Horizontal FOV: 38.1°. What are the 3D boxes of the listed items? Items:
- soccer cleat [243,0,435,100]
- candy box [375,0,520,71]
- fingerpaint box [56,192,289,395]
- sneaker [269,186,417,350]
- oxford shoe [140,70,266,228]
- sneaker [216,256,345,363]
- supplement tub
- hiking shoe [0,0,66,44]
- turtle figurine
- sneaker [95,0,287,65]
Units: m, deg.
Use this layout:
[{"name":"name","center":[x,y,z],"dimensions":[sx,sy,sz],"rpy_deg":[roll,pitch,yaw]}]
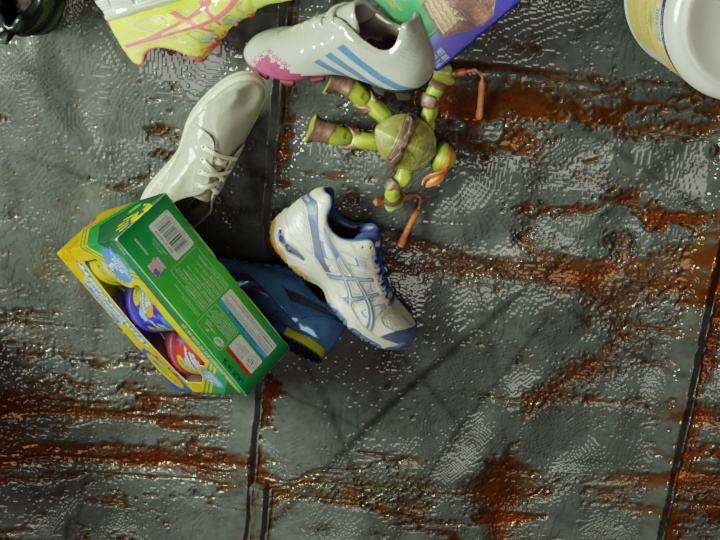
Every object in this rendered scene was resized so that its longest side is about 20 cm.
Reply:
[{"name":"soccer cleat","center":[-0.023,-0.217,0.966],"dimensions":[0.199,0.070,0.087],"rpy_deg":[12,139,24]},{"name":"candy box","center":[0.092,-0.314,0.956],"dimensions":[0.200,0.077,0.169],"rpy_deg":[-40,109,14]},{"name":"fingerpaint box","center":[-0.191,0.030,1.046],"dimensions":[0.073,0.167,0.200],"rpy_deg":[-47,112,-27]},{"name":"sneaker","center":[0.000,0.000,1.083],"dimensions":[0.088,0.075,0.200],"rpy_deg":[-40,109,20]},{"name":"oxford shoe","center":[-0.150,-0.109,1.034],"dimensions":[0.075,0.058,0.200],"rpy_deg":[12,124,-47]},{"name":"sneaker","center":[-0.107,0.019,1.109],"dimensions":[0.200,0.066,0.079],"rpy_deg":[30,74,-2]},{"name":"supplement tub","center":[0.318,-0.240,0.924],"dimensions":[0.145,0.200,0.146],"rpy_deg":[0,113,0]},{"name":"hiking shoe","center":[-0.294,-0.305,0.940],"dimensions":[0.075,0.101,0.201],"rpy_deg":[8,112,-5]},{"name":"turtle figurine","center":[0.029,-0.126,1.040],"dimensions":[0.161,0.064,0.201],"rpy_deg":[21,111,-9]},{"name":"sneaker","center":[-0.143,-0.246,0.989],"dimensions":[0.199,0.078,0.091],"rpy_deg":[-8,121,9]}]
